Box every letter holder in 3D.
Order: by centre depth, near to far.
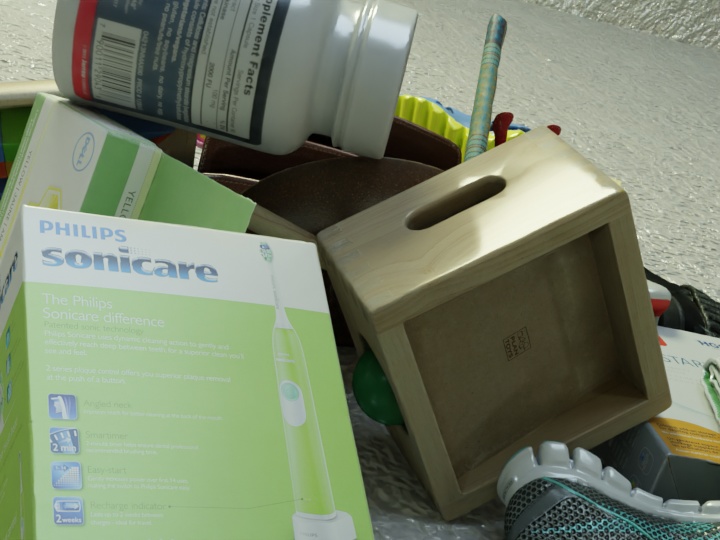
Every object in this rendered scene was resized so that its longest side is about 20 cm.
[{"bbox_3d":[-0.030,-0.053,0.988,0.197,0.144,0.101,16,20,-3],"label":"letter holder"}]

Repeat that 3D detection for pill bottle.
[{"bbox_3d":[-0.071,-0.135,0.769,0.197,0.121,0.120,15,20,0],"label":"pill bottle"}]

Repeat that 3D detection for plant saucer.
[{"bbox_3d":[0.000,0.000,0.860,0.198,0.201,0.037,11,54,-16],"label":"plant saucer"}]

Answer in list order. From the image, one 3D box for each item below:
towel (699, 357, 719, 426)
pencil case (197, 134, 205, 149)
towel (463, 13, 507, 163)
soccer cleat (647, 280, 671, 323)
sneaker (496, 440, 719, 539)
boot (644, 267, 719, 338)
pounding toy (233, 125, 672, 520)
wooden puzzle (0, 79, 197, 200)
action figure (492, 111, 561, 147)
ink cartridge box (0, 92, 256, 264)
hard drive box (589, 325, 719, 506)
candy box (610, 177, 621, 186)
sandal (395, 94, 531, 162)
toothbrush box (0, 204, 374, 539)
[{"bbox_3d":[0.311,0.113,0.778,0.197,0.031,0.149,18,21,-2],"label":"towel"},{"bbox_3d":[-0.091,-0.125,1.120,0.087,0.088,0.200,24,0,18],"label":"pencil case"},{"bbox_3d":[0.086,-0.071,0.983,0.021,0.202,0.147,10,-25,3],"label":"towel"},{"bbox_3d":[0.171,0.001,1.007,0.068,0.086,0.200,8,-3,-22],"label":"soccer cleat"},{"bbox_3d":[0.164,0.169,0.701,0.197,0.078,0.092,16,36,5],"label":"sneaker"},{"bbox_3d":[0.256,0.038,1.074,0.156,0.080,0.211,10,19,-25],"label":"boot"},{"bbox_3d":[0.050,0.019,0.762,0.198,0.186,0.142,-25,32,-8],"label":"pounding toy"},{"bbox_3d":[-0.203,-0.080,0.902,0.183,0.047,0.200,-6,-14,-13],"label":"wooden puzzle"},{"bbox_3d":[0.122,-0.028,0.972,0.064,0.203,0.099,12,-16,-10],"label":"action figure"},{"bbox_3d":[-0.150,-0.006,0.726,0.048,0.147,0.199,17,8,-38],"label":"ink cartridge box"},{"bbox_3d":[0.215,0.112,0.855,0.154,0.078,0.200,11,21,-18],"label":"hard drive box"},{"bbox_3d":[0.205,-0.063,1.328,0.114,0.056,0.200,19,21,7],"label":"candy box"},{"bbox_3d":[0.101,-0.118,1.241,0.198,0.080,0.087,21,17,12],"label":"sandal"},{"bbox_3d":[-0.082,0.082,0.560,0.144,0.086,0.202,6,53,-27],"label":"toothbrush box"}]
